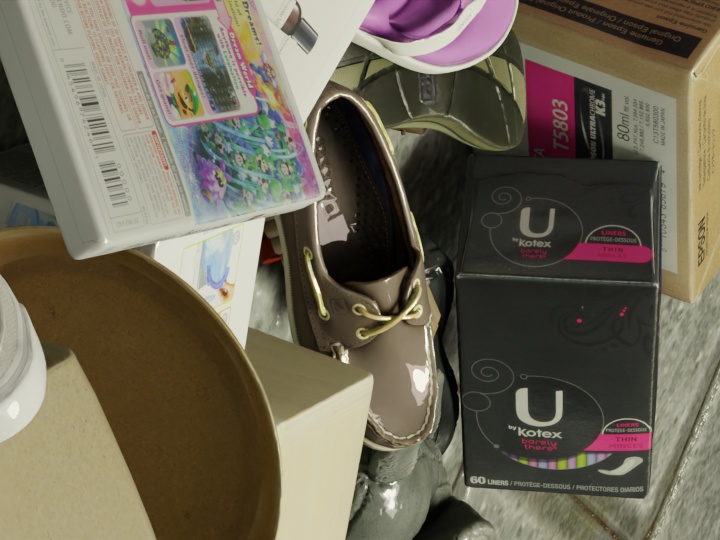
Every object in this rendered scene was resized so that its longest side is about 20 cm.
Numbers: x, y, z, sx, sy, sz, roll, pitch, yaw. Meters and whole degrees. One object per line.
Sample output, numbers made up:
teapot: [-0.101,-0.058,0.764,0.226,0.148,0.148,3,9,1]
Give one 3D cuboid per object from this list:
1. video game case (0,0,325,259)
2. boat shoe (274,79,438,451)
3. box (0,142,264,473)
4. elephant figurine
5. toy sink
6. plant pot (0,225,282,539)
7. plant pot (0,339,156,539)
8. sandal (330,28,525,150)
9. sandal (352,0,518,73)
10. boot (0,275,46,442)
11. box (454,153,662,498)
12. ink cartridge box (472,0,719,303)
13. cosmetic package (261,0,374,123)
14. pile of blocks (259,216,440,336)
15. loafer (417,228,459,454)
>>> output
video game case: [-0.097,-0.112,1.020,0.182,0.024,0.201,-16,86,-61]
boat shoe: [0.000,0.000,1.223,0.071,0.059,0.201,-18,101,-19]
box: [-0.125,0.052,1.101,0.101,0.112,0.201,-26,129,-60]
elephant figurine: [0.010,0.121,1.399,0.199,0.154,0.142,-6,112,-55]
toy sink: [-0.085,0.134,1.225,0.112,0.130,0.201,-24,127,-58]
plant pot: [-0.121,0.075,1.029,0.027,0.199,0.201,-39,142,-64]
plant pot: [-0.193,0.120,0.931,0.200,0.199,0.178,-31,127,-54]
sandal: [0.027,-0.111,1.374,0.200,0.057,0.080,3,87,-47]
sandal: [0.031,-0.149,1.296,0.202,0.050,0.083,2,93,-50]
boot: [-0.177,-0.022,0.872,0.073,0.200,0.096,-26,131,-16]
box: [0.123,0.036,1.488,0.201,0.121,0.107,84,11,-46]
ink cartridge box: [0.151,-0.094,1.506,0.075,0.164,0.201,-50,148,-33]
cosmetic package: [-0.044,-0.130,1.177,0.083,0.050,0.201,44,65,-36]
pile of blocks: [-0.023,-0.021,1.323,0.082,0.062,0.200,-90,156,-44]
loafer: [0.018,0.057,1.467,0.070,0.068,0.201,-32,144,-23]
